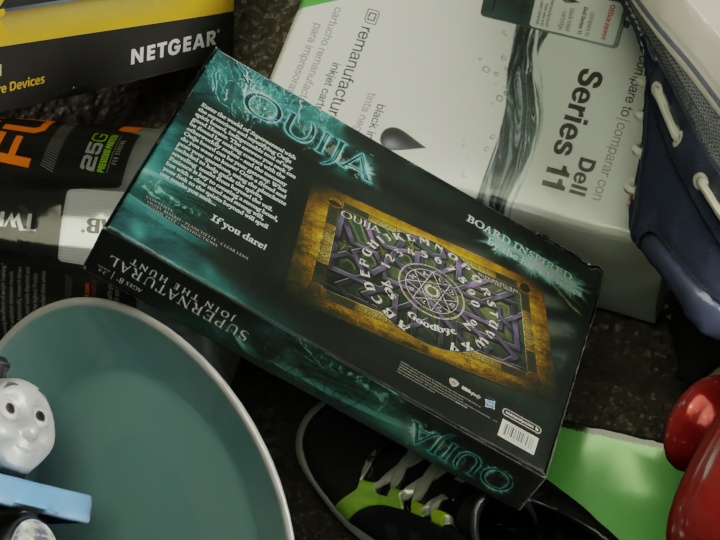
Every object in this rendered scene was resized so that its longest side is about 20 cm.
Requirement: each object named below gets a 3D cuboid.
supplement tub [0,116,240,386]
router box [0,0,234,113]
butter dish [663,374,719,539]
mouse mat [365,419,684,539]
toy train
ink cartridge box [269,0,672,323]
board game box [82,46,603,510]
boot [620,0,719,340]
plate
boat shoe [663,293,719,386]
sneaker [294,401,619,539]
[{"bbox_3d":[-0.153,-0.007,0.958,0.199,0.123,0.123,5,65,6],"label":"supplement tub"},{"bbox_3d":[-0.142,-0.159,0.962,0.052,0.158,0.200,22,30,38],"label":"router box"},{"bbox_3d":[0.188,0.091,0.857,0.148,0.200,0.200,31,73,33],"label":"butter dish"},{"bbox_3d":[0.072,0.157,0.926,0.160,0.008,0.201,12,66,11],"label":"mouse mat"},{"bbox_3d":[-0.203,0.096,0.899,0.200,0.087,0.115,-8,73,36],"label":"toy train"},{"bbox_3d":[0.068,-0.079,0.994,0.199,0.083,0.147,16,67,10],"label":"ink cartridge box"},{"bbox_3d":[0.000,0.000,0.884,0.200,0.028,0.135,30,41,-4],"label":"board game box"},{"bbox_3d":[0.135,-0.063,0.898,0.090,0.073,0.200,-53,34,24],"label":"boot"},{"bbox_3d":[-0.093,0.108,0.888,0.026,0.200,0.200,-15,55,-49],"label":"plate"},{"bbox_3d":[0.196,-0.006,0.894,0.073,0.201,0.063,-4,65,-33],"label":"boat shoe"},{"bbox_3d":[0.054,0.099,0.900,0.200,0.083,0.072,32,71,26],"label":"sneaker"}]
